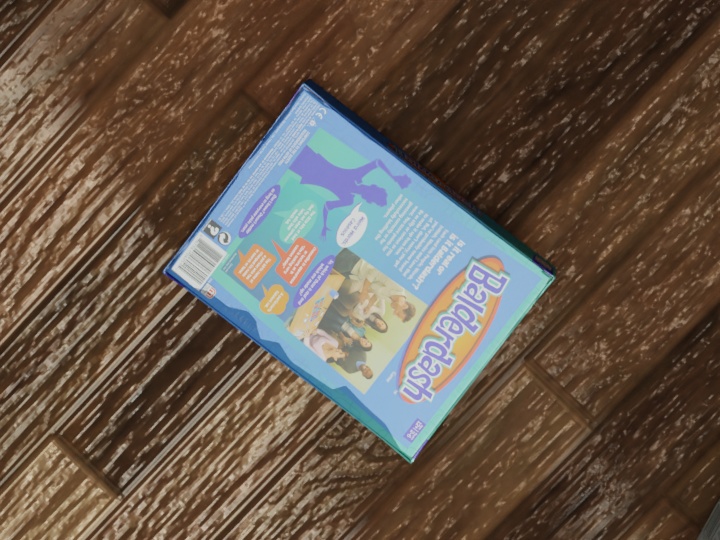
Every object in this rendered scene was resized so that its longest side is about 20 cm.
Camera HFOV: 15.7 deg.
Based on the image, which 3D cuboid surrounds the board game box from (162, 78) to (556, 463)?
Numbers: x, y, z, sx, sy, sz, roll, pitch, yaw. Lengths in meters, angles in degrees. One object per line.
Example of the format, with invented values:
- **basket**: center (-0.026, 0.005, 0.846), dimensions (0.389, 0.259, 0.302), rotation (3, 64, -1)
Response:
- **board game box**: center (0.000, 0.000, 1.649), dimensions (0.200, 0.045, 0.152), rotation (38, 99, -1)

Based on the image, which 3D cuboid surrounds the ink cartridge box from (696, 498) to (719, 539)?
- **ink cartridge box**: center (0.272, 0.151, 1.596), dimensions (0.083, 0.146, 0.200), rotation (28, 100, -1)
